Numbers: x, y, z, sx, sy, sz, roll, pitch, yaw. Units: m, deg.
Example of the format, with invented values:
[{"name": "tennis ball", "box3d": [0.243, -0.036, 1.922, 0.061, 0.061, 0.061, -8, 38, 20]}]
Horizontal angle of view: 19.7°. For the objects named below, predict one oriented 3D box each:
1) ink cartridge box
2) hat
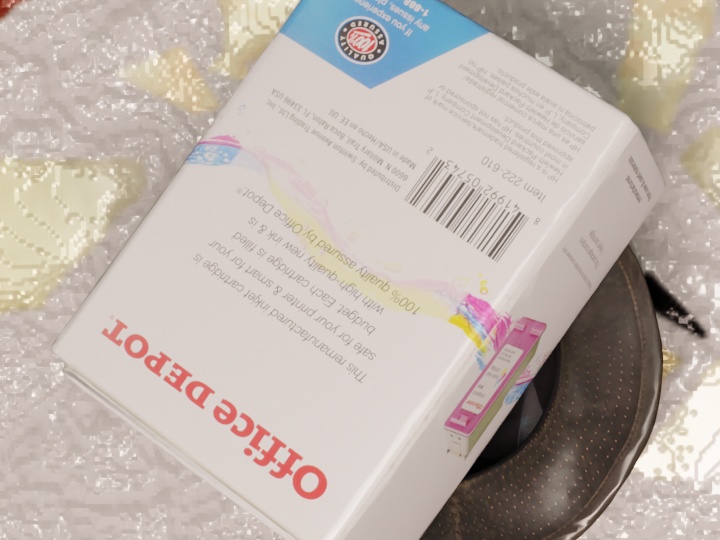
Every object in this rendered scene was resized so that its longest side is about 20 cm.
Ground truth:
[{"name": "ink cartridge box", "box3d": [0.000, 0.000, 0.809, 0.145, 0.085, 0.200, 35, 86, 23]}, {"name": "hat", "box3d": [0.034, 0.040, 0.877, 0.201, 0.081, 0.201, -4, 73, 15]}]
